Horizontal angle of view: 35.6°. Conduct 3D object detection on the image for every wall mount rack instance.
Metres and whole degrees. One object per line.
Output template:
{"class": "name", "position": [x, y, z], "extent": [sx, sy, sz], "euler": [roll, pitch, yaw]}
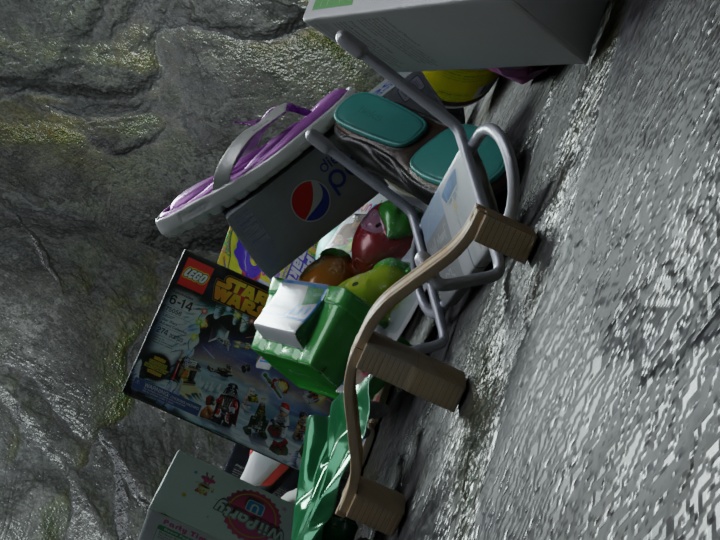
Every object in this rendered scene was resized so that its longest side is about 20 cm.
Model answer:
{"class": "wall mount rack", "position": [0.028, -0.047, 0.715], "extent": [0.201, 0.073, 0.177], "euler": [119, 139, -62]}

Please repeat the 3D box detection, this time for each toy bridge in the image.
{"class": "toy bridge", "position": [0.026, 0.055, 0.626], "extent": [0.027, 0.066, 0.203], "euler": [-76, 10, -73]}

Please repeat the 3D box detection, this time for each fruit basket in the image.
{"class": "fruit basket", "position": [0.000, 0.000, 0.891], "extent": [0.184, 0.093, 0.202], "euler": [8, 68, 59]}

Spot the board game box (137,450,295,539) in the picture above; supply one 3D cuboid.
{"class": "board game box", "position": [-0.114, 0.255, 0.886], "extent": [0.065, 0.146, 0.202], "euler": [-66, 2, -52]}

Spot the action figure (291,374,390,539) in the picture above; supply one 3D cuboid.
{"class": "action figure", "position": [-0.023, 0.179, 0.703], "extent": [0.118, 0.054, 0.203], "euler": [120, 165, -58]}

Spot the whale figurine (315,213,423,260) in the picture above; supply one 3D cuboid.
{"class": "whale figurine", "position": [0.024, -0.046, 1.029], "extent": [0.159, 0.102, 0.203], "euler": [-76, 7, -72]}

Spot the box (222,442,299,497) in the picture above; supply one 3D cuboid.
{"class": "box", "position": [-0.130, 0.301, 1.222], "extent": [0.201, 0.103, 0.150], "euler": [-73, 6, -65]}

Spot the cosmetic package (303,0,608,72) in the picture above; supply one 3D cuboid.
{"class": "cosmetic package", "position": [0.064, -0.193, 0.716], "extent": [0.198, 0.084, 0.109], "euler": [7, 75, 52]}

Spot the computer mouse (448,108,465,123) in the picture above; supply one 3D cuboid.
{"class": "computer mouse", "position": [0.111, -0.181, 1.260], "extent": [0.201, 0.033, 0.059], "euler": [-63, -18, -54]}

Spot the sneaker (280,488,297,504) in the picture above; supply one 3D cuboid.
{"class": "sneaker", "position": [-0.100, 0.256, 1.054], "extent": [0.200, 0.087, 0.077], "euler": [-59, -20, -74]}

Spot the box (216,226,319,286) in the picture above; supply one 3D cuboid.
{"class": "box", "position": [-0.043, -0.025, 1.214], "extent": [0.192, 0.121, 0.202], "euler": [-23, -35, -51]}

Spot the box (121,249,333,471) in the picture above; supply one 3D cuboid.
{"class": "box", "position": [-0.095, 0.086, 1.003], "extent": [0.040, 0.197, 0.139], "euler": [128, 165, -78]}

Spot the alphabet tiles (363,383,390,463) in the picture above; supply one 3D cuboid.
{"class": "alphabet tiles", "position": [-0.019, 0.180, 0.996], "extent": [0.196, 0.014, 0.202], "euler": [119, 174, -63]}

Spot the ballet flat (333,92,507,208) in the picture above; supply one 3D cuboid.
{"class": "ballet flat", "position": [0.053, -0.077, 0.817], "extent": [0.068, 0.069, 0.199], "euler": [-37, 38, -13]}

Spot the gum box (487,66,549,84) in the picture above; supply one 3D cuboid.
{"class": "gum box", "position": [0.135, -0.235, 0.813], "extent": [0.114, 0.065, 0.203], "euler": [-96, 29, -85]}

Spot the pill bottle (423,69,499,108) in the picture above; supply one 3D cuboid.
{"class": "pill bottle", "position": [0.102, -0.239, 1.029], "extent": [0.200, 0.108, 0.111], "euler": [121, 172, -68]}

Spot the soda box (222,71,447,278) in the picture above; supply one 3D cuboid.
{"class": "soda box", "position": [-0.019, -0.083, 0.928], "extent": [0.199, 0.064, 0.068], "euler": [-38, 15, -2]}

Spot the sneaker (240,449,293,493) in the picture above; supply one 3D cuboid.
{"class": "sneaker", "position": [-0.079, 0.122, 1.068], "extent": [0.202, 0.108, 0.067], "euler": [-51, -8, 0]}

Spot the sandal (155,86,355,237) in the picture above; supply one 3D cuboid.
{"class": "sandal", "position": [-0.093, -0.096, 0.909], "extent": [0.201, 0.050, 0.083], "euler": [-34, 16, 12]}
